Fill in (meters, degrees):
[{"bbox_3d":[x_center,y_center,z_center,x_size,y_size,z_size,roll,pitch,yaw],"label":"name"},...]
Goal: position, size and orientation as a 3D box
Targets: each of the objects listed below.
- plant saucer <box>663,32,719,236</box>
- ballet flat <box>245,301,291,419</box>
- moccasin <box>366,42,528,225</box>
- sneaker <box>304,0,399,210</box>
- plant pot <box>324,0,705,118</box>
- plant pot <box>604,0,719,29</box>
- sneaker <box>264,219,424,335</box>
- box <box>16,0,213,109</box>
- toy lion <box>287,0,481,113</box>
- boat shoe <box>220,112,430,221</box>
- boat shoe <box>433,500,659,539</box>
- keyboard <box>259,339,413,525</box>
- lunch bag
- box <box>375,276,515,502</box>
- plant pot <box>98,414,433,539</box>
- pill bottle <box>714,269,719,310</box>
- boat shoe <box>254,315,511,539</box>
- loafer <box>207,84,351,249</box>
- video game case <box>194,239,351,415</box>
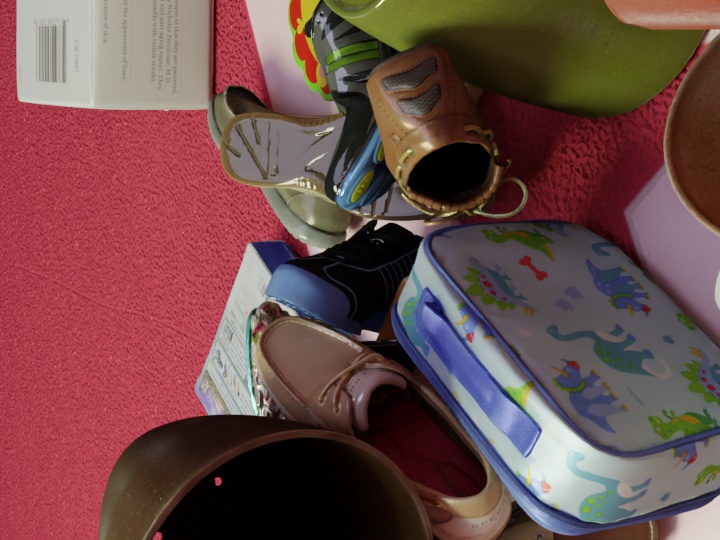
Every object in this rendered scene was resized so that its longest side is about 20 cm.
[{"bbox_3d":[0.240,-0.073,0.560,0.198,0.036,0.202,-23,41,21],"label":"plant saucer"},{"bbox_3d":[-0.039,0.122,0.870,0.063,0.075,0.203,-2,96,25],"label":"ballet flat"},{"bbox_3d":[0.055,-0.064,0.729,0.202,0.073,0.079,66,-177,-74],"label":"moccasin"},{"bbox_3d":[0.002,-0.137,0.808,0.081,0.071,0.203,5,80,15],"label":"sneaker"},{"bbox_3d":[0.075,-0.187,0.711,0.186,0.198,0.190,6,97,53],"label":"plant pot"},{"bbox_3d":[0.199,-0.181,0.495,0.193,0.200,0.204,2,95,33],"label":"plant pot"},{"bbox_3d":[0.000,0.000,0.851,0.069,0.200,0.079,22,93,22],"label":"sneaker"},{"bbox_3d":[-0.246,-0.262,1.208,0.198,0.129,0.203,13,104,53],"label":"box"},{"bbox_3d":[0.001,-0.188,0.942,0.191,0.068,0.203,-30,70,59],"label":"toy lion"},{"bbox_3d":[-0.008,-0.080,0.893,0.198,0.065,0.073,10,98,30],"label":"boat shoe"},{"bbox_3d":[0.092,0.188,0.755,0.072,0.197,0.077,-65,-46,-84],"label":"boat shoe"},{"bbox_3d":[-0.017,0.150,0.820,0.125,0.021,0.204,-4,91,16],"label":"keyboard"},{"bbox_3d":[0.119,0.054,0.712,0.200,0.159,0.083,50,132,37],"label":"lunch bag"},{"bbox_3d":[0.062,0.117,0.851,0.125,0.096,0.202,51,132,38],"label":"box"},{"bbox_3d":[-0.083,0.162,0.734,0.199,0.184,0.190,19,109,61],"label":"plant pot"},{"bbox_3d":[0.261,0.047,0.556,0.200,0.112,0.114,48,130,39],"label":"pill bottle"},{"bbox_3d":[0.011,0.084,0.743,0.199,0.074,0.069,35,158,23],"label":"boat shoe"},{"bbox_3d":[-0.060,-0.102,1.030,0.200,0.075,0.070,49,119,33],"label":"loafer"},{"bbox_3d":[-0.066,0.108,1.072,0.201,0.045,0.183,54,133,36],"label":"video game case"}]
